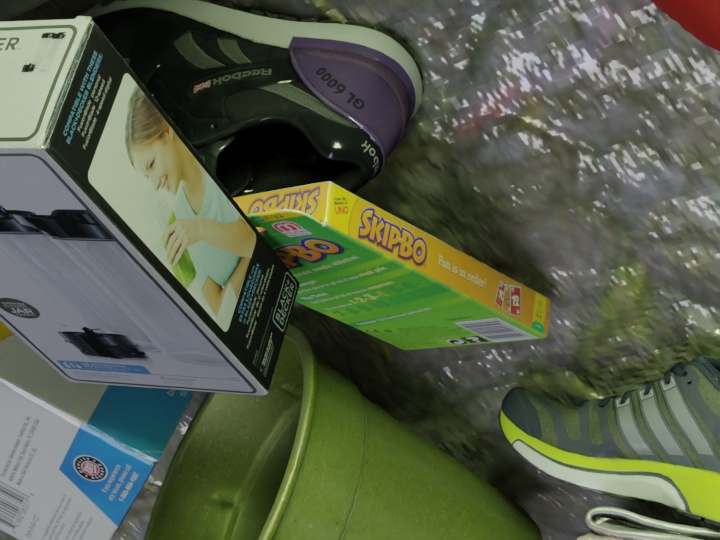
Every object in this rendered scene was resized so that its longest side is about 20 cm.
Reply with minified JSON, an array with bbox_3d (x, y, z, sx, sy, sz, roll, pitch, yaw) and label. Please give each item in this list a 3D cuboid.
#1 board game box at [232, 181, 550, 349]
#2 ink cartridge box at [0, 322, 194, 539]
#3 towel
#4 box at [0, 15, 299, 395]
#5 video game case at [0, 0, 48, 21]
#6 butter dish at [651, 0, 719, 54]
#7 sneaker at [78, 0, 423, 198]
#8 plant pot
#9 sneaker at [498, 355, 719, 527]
[{"bbox_3d":[0.000,0.000,0.788,0.095,0.030,0.200,-7,160,39],"label":"board game box"},{"bbox_3d":[-0.193,0.041,0.906,0.199,0.145,0.147,29,139,-5],"label":"ink cartridge box"},{"bbox_3d":[0.222,0.167,0.858,0.199,0.032,0.191,10,168,18],"label":"towel"},{"bbox_3d":[-0.120,-0.020,0.677,0.116,0.060,0.200,3,150,25],"label":"box"},{"bbox_3d":[-0.179,-0.215,0.731,0.182,0.022,0.200,-15,125,37],"label":"video game case"},{"bbox_3d":[0.117,-0.208,0.514,0.200,0.147,0.200,51,155,39],"label":"butter dish"},{"bbox_3d":[-0.076,-0.079,0.770,0.199,0.088,0.076,5,135,22],"label":"sneaker"},{"bbox_3d":[-0.002,0.159,0.926,0.189,0.201,0.200,26,140,-20],"label":"plant pot"},{"bbox_3d":[0.162,0.082,0.838,0.199,0.081,0.074,11,179,37],"label":"sneaker"}]
